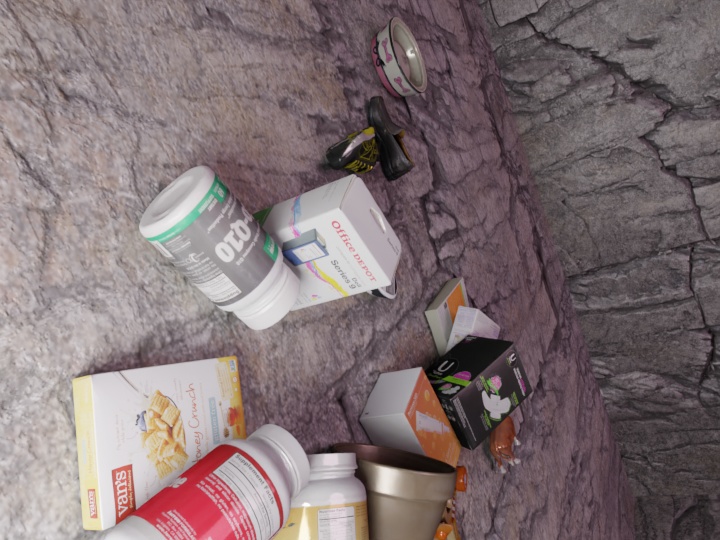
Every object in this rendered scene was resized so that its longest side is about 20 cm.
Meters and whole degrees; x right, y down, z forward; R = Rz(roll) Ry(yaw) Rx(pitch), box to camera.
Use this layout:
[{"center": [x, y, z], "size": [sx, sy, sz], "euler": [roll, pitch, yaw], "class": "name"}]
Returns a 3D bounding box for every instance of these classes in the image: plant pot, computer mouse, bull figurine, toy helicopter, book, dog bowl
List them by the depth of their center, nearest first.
[{"center": [0.038, 0.369, 0.807], "size": [0.199, 0.197, 0.177], "euler": [25, 71, -52], "class": "plant pot"}, {"center": [0.000, 0.000, 1.034], "size": [0.199, 0.043, 0.111], "euler": [38, 41, -38], "class": "computer mouse"}, {"center": [0.175, 0.497, 1.068], "size": [0.133, 0.077, 0.203], "euler": [-56, 136, -60], "class": "toy helicopter"}, {"center": [0.229, 0.119, 1.356], "size": [0.200, 0.047, 0.136], "euler": [-40, 114, -57], "class": "book"}, {"center": [0.100, -0.554, 1.423], "size": [0.199, 0.073, 0.204], "euler": [34, 48, -48], "class": "dog bowl"}, {"center": [0.387, 0.439, 1.447], "size": [0.123, 0.064, 0.200], "euler": [61, 33, -16], "class": "bull figurine"}]

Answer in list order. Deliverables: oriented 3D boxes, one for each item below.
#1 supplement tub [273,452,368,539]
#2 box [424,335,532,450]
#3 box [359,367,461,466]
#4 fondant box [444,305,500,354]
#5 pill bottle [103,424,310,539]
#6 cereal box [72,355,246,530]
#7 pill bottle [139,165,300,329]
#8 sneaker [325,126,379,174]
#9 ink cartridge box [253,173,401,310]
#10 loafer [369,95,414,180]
[{"center": [-0.060, 0.340, 0.675], "size": [0.144, 0.143, 0.204], "euler": [24, 56, -52], "class": "supplement tub"}, {"center": [0.229, 0.245, 1.122], "size": [0.198, 0.148, 0.126], "euler": [-32, 106, -26], "class": "box"}, {"center": [0.098, 0.303, 0.999], "size": [0.202, 0.096, 0.125], "euler": [62, 33, -19], "class": "box"}, {"center": [0.260, 0.204, 1.288], "size": [0.144, 0.058, 0.203], "euler": [34, 70, -48], "class": "fondant box"}, {"center": [-0.143, 0.248, 0.546], "size": [0.199, 0.111, 0.114], "euler": [-31, 103, -51], "class": "pill bottle"}, {"center": [-0.211, 0.178, 0.598], "size": [0.199, 0.039, 0.147], "euler": [3, 76, -59], "class": "cereal box"}, {"center": [-0.171, -0.022, 0.688], "size": [0.201, 0.112, 0.114], "euler": [51, 37, -34], "class": "pill bottle"}, {"center": [-0.003, -0.236, 1.103], "size": [0.086, 0.073, 0.200], "euler": [64, 32, -17], "class": "sneaker"}, {"center": [-0.059, -0.035, 0.794], "size": [0.146, 0.197, 0.088], "euler": [54, 36, -31], "class": "ink cartridge box"}, {"center": [0.076, -0.321, 1.276], "size": [0.072, 0.071, 0.204], "euler": [-21, 94, -58], "class": "loafer"}]
